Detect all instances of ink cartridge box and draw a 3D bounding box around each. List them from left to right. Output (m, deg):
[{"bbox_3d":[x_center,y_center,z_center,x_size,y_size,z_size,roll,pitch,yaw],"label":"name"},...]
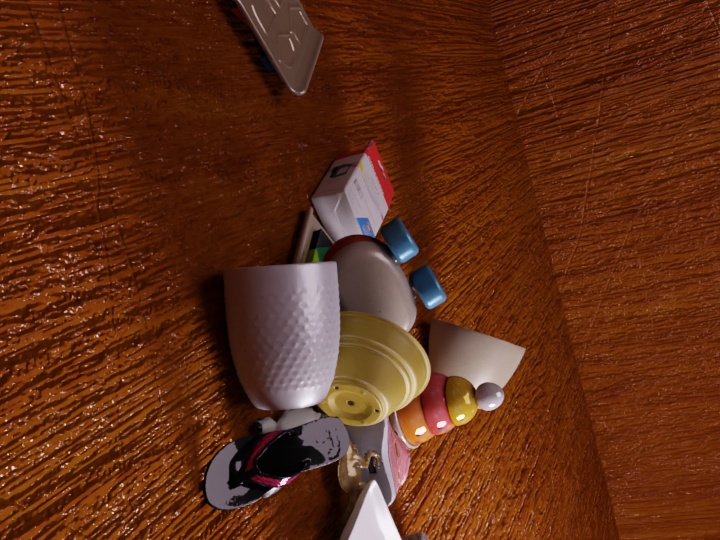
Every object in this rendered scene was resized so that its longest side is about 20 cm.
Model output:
[{"bbox_3d":[-0.008,-0.131,1.444,0.117,0.067,0.201,66,27,-26],"label":"ink cartridge box"}]

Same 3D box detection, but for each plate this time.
[{"bbox_3d":[0.002,0.442,1.203,0.201,0.032,0.201,-59,138,-44],"label":"plate"}]

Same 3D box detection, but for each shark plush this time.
[{"bbox_3d":[-0.094,0.230,1.134,0.200,0.090,0.084,-62,161,-76],"label":"shark plush"}]

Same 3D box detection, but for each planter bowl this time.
[{"bbox_3d":[-0.006,0.157,1.157,0.201,0.198,0.084,60,33,-34],"label":"planter bowl"}]

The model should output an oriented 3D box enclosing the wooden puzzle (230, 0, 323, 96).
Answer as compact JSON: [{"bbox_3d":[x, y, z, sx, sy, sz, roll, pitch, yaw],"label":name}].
[{"bbox_3d":[-0.140,-0.399,1.315,0.200,0.046,0.187,53,34,-36],"label":"wooden puzzle"}]

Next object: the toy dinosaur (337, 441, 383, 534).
[{"bbox_3d":[-0.013,0.288,1.250,0.101,0.058,0.203,8,72,-63],"label":"toy dinosaur"}]

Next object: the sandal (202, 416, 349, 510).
[{"bbox_3d":[-0.097,0.224,0.997,0.198,0.045,0.076,-18,84,-28],"label":"sandal"}]

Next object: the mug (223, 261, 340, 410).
[{"bbox_3d":[-0.099,0.082,1.082,0.200,0.146,0.178,-179,-95,-84],"label":"mug"}]

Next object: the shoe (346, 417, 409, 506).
[{"bbox_3d":[0.029,0.273,1.341,0.091,0.071,0.203,-29,110,-66],"label":"shoe"}]

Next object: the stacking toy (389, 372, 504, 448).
[{"bbox_3d":[0.158,0.233,1.477,0.146,0.198,0.148,40,44,-53],"label":"stacking toy"}]

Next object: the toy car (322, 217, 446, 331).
[{"bbox_3d":[0.000,0.000,1.264,0.178,0.183,0.200,56,4,-29],"label":"toy car"}]

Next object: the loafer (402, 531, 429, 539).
[{"bbox_3d":[0.084,0.510,1.343,0.070,0.069,0.200,62,27,-13],"label":"loafer"}]

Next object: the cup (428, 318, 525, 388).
[{"bbox_3d":[0.219,0.195,1.677,0.200,0.198,0.145,23,84,-61],"label":"cup"}]

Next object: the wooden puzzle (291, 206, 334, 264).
[{"bbox_3d":[-0.049,0.026,1.318,0.201,0.037,0.186,57,31,-39],"label":"wooden puzzle"}]
